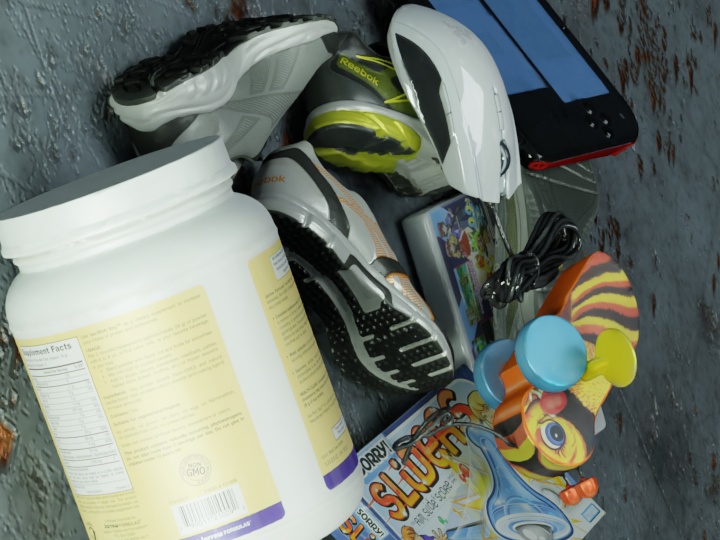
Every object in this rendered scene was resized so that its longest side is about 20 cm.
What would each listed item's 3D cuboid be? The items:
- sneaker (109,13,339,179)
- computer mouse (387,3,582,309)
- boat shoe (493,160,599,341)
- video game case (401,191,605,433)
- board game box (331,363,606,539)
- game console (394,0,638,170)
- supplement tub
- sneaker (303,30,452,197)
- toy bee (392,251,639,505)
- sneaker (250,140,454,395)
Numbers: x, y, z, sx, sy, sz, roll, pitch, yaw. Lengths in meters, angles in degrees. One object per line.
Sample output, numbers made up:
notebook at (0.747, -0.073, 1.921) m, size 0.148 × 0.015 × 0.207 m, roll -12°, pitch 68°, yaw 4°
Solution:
sneaker at (-0.074, -0.099, 1.467) m, size 0.200 × 0.074 × 0.080 m, roll -38°, pitch 119°, yaw -53°
computer mouse at (0.078, -0.081, 1.597) m, size 0.109 × 0.044 × 0.201 m, roll -25°, pitch 91°, yaw -53°
boat shoe at (0.118, -0.022, 1.731) m, size 0.074 × 0.065 × 0.203 m, roll 24°, pitch 50°, yaw -32°
video game case at (0.101, 0.040, 1.749) m, size 0.182 × 0.023 × 0.201 m, roll -26°, pitch 101°, yaw -61°
board game box at (0.061, 0.147, 1.559) m, size 0.135 × 0.034 × 0.200 m, roll 46°, pitch 30°, yaw 5°
game console at (0.101, -0.156, 1.751) m, size 0.200 × 0.031 × 0.177 m, roll 53°, pitch 25°, yaw 13°
supplement tub at (-0.093, 0.047, 1.278) m, size 0.145 × 0.145 × 0.201 m, roll -33°, pitch 106°, yaw -60°
sneaker at (0.032, -0.103, 1.639) m, size 0.200 × 0.074 × 0.085 m, roll 16°, pitch 62°, yaw -57°
toy bee at (0.115, 0.086, 1.566) m, size 0.200 × 0.131 × 0.109 m, roll -41°, pitch 96°, yaw -14°
sneaker at (0.000, 0.000, 1.538) m, size 0.200 × 0.073 × 0.080 m, roll 51°, pitch 35°, yaw -37°
